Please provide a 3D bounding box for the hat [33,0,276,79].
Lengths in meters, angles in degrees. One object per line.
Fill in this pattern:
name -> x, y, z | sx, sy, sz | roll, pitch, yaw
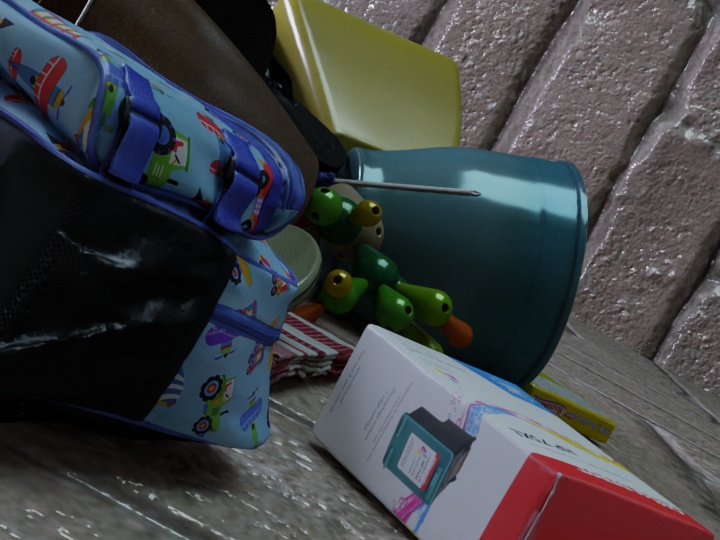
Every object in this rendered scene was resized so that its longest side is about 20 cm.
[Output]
hat -> -0.154, -0.155, 1.042 | 0.200, 0.201, 0.081 | 25, 39, -34

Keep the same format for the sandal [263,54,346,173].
sandal -> -0.083, -0.159, 1.152 | 0.200, 0.045, 0.075 | 40, 31, -3

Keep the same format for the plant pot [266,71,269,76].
plant pot -> -0.193, -0.166, 1.249 | 0.196, 0.196, 0.200 | 25, 21, -33

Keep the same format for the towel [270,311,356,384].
towel -> -0.084, 0.026, 0.851 | 0.144, 0.023, 0.200 | 29, 4, 13

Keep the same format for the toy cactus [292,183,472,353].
toy cactus -> 0.000, 0.000, 1.037 | 0.200, 0.102, 0.165 | 42, 15, -37

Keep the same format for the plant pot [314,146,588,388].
plant pot -> 0.065, -0.016, 1.189 | 0.188, 0.200, 0.200 | 13, 9, -13

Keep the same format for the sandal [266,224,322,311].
sandal -> -0.098, -0.016, 0.744 | 0.201, 0.057, 0.080 | 4, 28, -41

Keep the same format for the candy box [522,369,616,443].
candy box -> 0.149, 0.098, 1.326 | 0.102, 0.026, 0.200 | 23, 7, -26

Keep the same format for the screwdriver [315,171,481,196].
screwdriver -> -0.004, -0.072, 1.103 | 0.200, 0.029, 0.028 | 1, 26, 17

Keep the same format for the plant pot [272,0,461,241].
plant pot -> -0.019, -0.107, 1.330 | 0.200, 0.200, 0.177 | 19, 33, -27

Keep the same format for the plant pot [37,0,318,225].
plant pot -> -0.133, -0.092, 0.935 | 0.200, 0.187, 0.187 | 34, 3, -25

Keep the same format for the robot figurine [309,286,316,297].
robot figurine -> -0.099, -0.032, 1.097 | 0.145, 0.058, 0.200 | 25, 6, -9

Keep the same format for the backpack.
backpack -> -0.104, -0.015, 0.547 | 0.183, 0.135, 0.200 | 34, 5, 38

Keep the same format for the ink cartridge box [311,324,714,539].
ink cartridge box -> 0.078, 0.108, 0.658 | 0.116, 0.067, 0.200 | 24, 7, -38
